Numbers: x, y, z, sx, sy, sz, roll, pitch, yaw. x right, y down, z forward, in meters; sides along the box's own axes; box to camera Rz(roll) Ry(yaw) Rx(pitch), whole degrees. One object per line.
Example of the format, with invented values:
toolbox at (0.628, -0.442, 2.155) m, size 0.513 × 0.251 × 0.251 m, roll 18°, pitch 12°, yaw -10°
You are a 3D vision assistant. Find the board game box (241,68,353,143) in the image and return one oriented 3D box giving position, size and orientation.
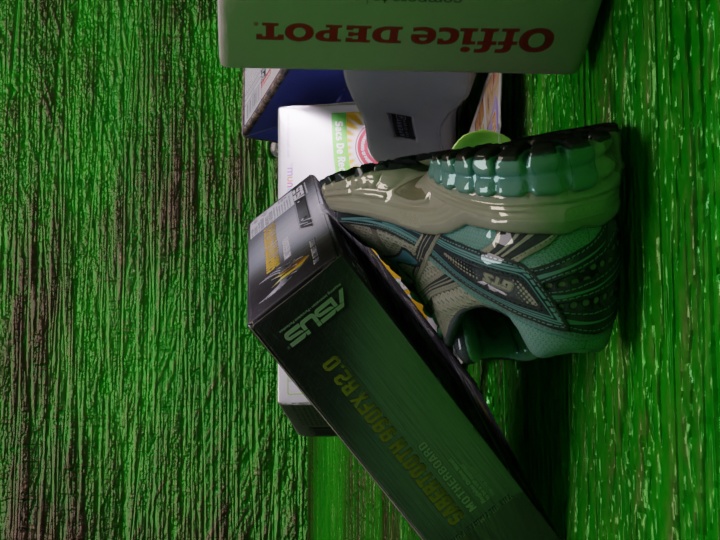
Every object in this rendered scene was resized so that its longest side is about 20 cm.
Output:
board game box at (-0.014, -0.209, 0.832) m, size 0.159 × 0.096 × 0.202 m, roll 136°, pitch 137°, yaw -57°

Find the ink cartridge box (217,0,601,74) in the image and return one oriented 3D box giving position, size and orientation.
ink cartridge box at (0.022, -0.165, 0.398) m, size 0.201 × 0.143 × 0.085 m, roll 97°, pitch 171°, yaw -53°

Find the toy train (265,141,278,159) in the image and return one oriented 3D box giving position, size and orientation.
toy train at (-0.017, -0.132, 0.956) m, size 0.200 × 0.041 × 0.057 m, roll -34°, pitch -48°, yaw -58°

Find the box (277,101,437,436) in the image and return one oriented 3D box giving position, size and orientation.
box at (0.000, 0.000, 0.795) m, size 0.113 × 0.100 × 0.202 m, roll 79°, pitch -170°, yaw -71°

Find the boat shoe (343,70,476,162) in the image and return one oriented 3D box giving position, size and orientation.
boat shoe at (0.039, -0.125, 0.664) m, size 0.202 × 0.074 × 0.087 m, roll 72°, pitch -147°, yaw -72°

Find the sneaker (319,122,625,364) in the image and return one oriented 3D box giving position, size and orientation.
sneaker at (0.037, -0.005, 0.480) m, size 0.200 × 0.077 × 0.087 m, roll -173°, pitch 74°, yaw -73°

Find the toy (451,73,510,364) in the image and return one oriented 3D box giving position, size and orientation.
toy at (0.046, -0.023, 0.652) m, size 0.200 × 0.047 × 0.117 m, roll 109°, pitch 163°, yaw -72°

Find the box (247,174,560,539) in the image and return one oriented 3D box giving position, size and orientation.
box at (0.011, 0.044, 0.568) m, size 0.159 × 0.048 × 0.200 m, roll 53°, pitch -175°, yaw -15°
